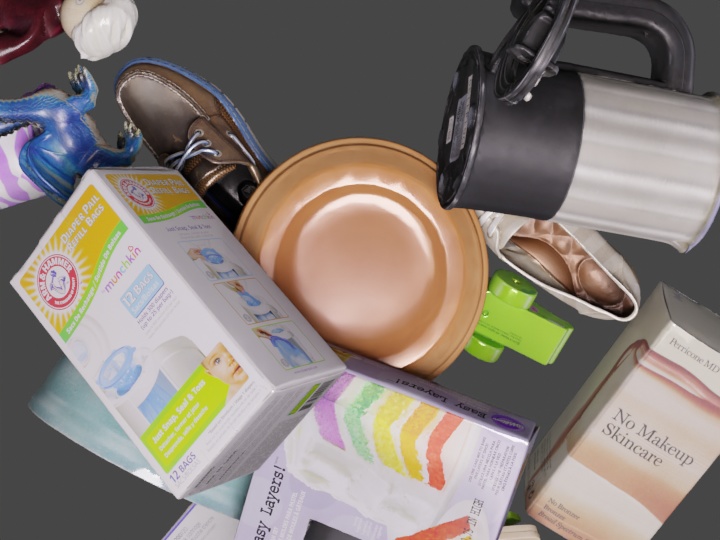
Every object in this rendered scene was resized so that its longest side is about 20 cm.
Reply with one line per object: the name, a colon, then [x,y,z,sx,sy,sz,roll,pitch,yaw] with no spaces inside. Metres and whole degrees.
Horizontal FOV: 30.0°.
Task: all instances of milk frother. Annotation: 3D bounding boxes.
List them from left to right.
milk frother: [0.166,-0.106,0.920,0.186,0.200,0.183,8,103,-9]

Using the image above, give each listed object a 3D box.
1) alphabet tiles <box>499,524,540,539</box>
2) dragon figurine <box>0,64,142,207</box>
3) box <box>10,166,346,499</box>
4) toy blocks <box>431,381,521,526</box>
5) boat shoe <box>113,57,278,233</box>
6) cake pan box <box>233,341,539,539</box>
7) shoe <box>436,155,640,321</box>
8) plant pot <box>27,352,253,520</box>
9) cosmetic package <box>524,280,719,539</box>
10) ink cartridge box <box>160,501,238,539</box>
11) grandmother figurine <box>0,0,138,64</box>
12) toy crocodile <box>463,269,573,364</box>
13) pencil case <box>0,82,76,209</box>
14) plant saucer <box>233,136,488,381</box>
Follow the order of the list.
alphabet tiles: [0.071,0.246,1.085,0.193,0.015,0.201,-2,150,-15]
dragon figurine: [-0.216,-0.081,0.994,0.099,0.059,0.201,-44,108,-18]
box: [-0.126,0.037,0.918,0.200,0.101,0.113,49,113,16]
toy blocks: [0.015,0.174,1.100,0.199,0.100,0.138,-27,63,18]
boat shoe: [-0.114,-0.085,1.041,0.200,0.072,0.072,41,110,-9]
cake pan box: [0.010,0.170,0.968,0.183,0.052,0.202,22,106,11]
shoe: [0.141,-0.029,1.041,0.199,0.053,0.070,38,110,-8]
plant pot: [-0.142,0.091,1.063,0.199,0.200,0.135,28,86,-4]
cosmetic package: [0.225,0.125,1.071,0.103,0.087,0.201,30,111,-4]
ink cartridge box: [-0.109,0.303,1.202,0.199,0.043,0.198,37,111,-11]
grandmother figurine: [-0.257,-0.197,0.991,0.198,0.122,0.061,14,156,15]
toy crocodile: [0.075,0.019,1.070,0.198,0.062,0.068,21,111,-7]
pencil case: [-0.324,-0.081,1.067,0.198,0.084,0.086,-13,87,10]
plant saucer: [0.000,0.000,1.004,0.198,0.037,0.203,0,91,-5]
